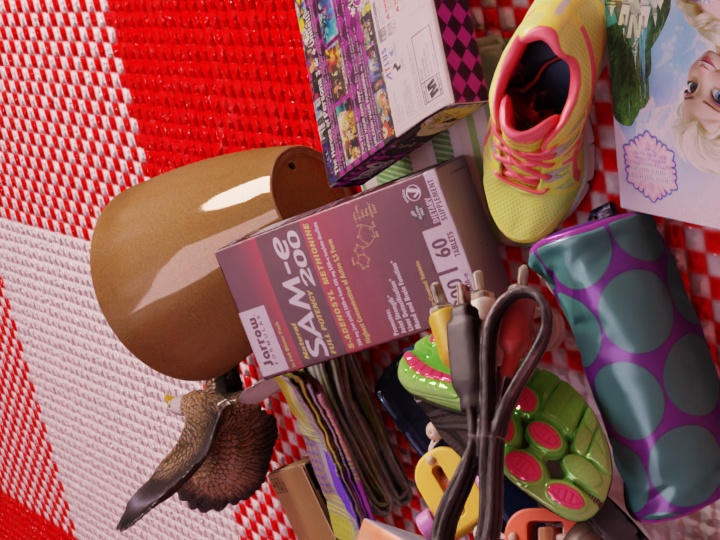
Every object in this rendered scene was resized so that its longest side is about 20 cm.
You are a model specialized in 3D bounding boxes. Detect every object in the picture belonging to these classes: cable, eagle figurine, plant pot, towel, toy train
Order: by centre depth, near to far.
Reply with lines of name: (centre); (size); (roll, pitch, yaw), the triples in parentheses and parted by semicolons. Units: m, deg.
cable: (0.086, 0.090, 0.867); (0.096, 0.050, 0.203); (-13, 70, 32)
toy train: (0.113, 0.134, 1.012); (0.148, 0.056, 0.203); (-11, 73, 22)
towel: (0.058, -0.096, 1.026); (0.199, 0.023, 0.155); (7, 117, 51)
towel: (-0.028, 0.158, 1.135); (0.143, 0.023, 0.202); (31, 144, 67)
plant pot: (-0.102, -0.024, 1.174); (0.199, 0.185, 0.188); (-27, 88, 43)
towel: (-0.023, 0.126, 1.204); (0.200, 0.048, 0.173); (163, 85, -78)
eagle figurine: (-0.153, 0.161, 1.359); (0.151, 0.149, 0.203); (-162, 80, -77)

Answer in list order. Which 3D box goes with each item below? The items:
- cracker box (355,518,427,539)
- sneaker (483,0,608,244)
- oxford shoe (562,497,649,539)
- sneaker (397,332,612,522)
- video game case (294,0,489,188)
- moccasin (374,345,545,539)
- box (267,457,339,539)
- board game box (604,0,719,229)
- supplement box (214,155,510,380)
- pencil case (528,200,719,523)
cracker box: (0.098, 0.254, 1.038); (0.133, 0.199, 0.058); (19, 84, 49)
sneaker: (0.109, -0.093, 0.878); (0.077, 0.090, 0.202); (22, 132, 19)
oxford shoe: (0.194, 0.241, 0.943); (0.200, 0.084, 0.073); (46, 180, -22)
sneaker: (0.104, 0.107, 0.928); (0.200, 0.076, 0.084); (40, 166, 51)
video game case: (0.012, -0.181, 0.972); (0.181, 0.035, 0.203); (-29, 69, 58)
moccasin: (0.080, 0.156, 1.098); (0.068, 0.080, 0.201); (-40, 61, 20)
box: (-0.032, 0.261, 1.321); (0.165, 0.021, 0.200); (64, 163, 4)
board game box: (0.223, -0.117, 0.762); (0.199, 0.041, 0.202); (17, 124, 49)
supplement box: (0.000, 0.000, 1.019); (0.198, 0.061, 0.110); (-19, 95, 29)
pencil case: (0.179, 0.060, 0.894); (0.092, 0.085, 0.203); (-18, 95, 42)
